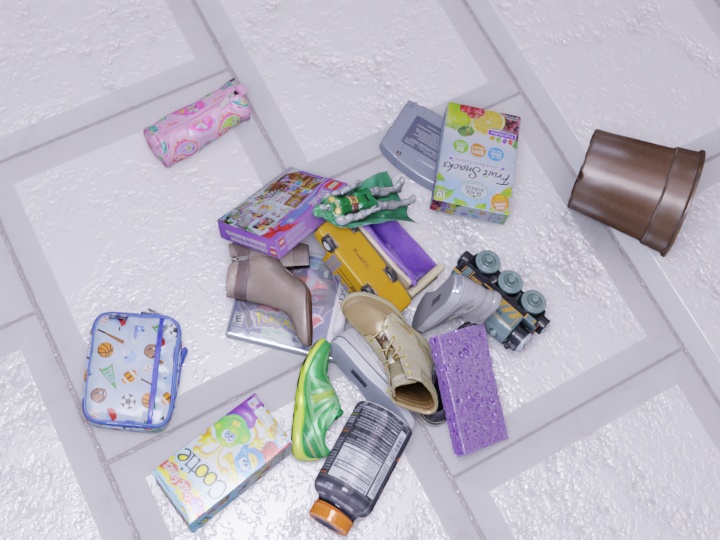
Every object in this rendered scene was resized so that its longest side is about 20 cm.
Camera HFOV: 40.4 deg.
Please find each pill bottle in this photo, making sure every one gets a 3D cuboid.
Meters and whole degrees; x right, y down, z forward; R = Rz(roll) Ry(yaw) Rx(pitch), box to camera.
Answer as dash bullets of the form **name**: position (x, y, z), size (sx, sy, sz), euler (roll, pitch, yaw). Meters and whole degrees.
- **pill bottle**: position (-0.006, 0.319, 1.567), size (0.105, 0.106, 0.201), euler (29, 69, 5)

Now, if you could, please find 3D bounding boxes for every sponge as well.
- **sponge**: position (0.181, 0.197, 1.627), size (0.111, 0.030, 0.203), euler (-9, 85, -39)

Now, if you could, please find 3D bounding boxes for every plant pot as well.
- **plant pot**: position (0.490, -0.154, 1.765), size (0.196, 0.201, 0.202), euler (21, 68, 9)

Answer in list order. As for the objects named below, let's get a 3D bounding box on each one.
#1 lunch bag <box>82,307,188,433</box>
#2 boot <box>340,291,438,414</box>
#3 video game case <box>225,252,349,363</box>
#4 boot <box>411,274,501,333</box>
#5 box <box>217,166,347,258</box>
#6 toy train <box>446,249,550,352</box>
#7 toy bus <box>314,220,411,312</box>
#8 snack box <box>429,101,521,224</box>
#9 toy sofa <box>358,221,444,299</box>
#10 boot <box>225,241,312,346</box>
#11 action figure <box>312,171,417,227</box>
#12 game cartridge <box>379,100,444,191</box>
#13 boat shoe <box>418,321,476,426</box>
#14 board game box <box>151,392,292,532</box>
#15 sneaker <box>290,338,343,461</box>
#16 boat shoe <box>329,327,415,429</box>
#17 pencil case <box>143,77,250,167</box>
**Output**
- **lunch bag**: position (-0.367, 0.162, 1.601), size (0.158, 0.076, 0.203), euler (6, 70, -7)
- **boot**: position (0.048, 0.134, 1.583), size (0.073, 0.156, 0.200), euler (-39, 113, 20)
- **video game case**: position (-0.117, 0.051, 1.698), size (0.197, 0.023, 0.184), euler (13, 69, -1)
- **boot**: position (0.160, 0.071, 1.638), size (0.095, 0.200, 0.074), euler (20, 68, -12)
- **box**: position (-0.130, -0.103, 1.682), size (0.136, 0.039, 0.200), euler (19, 43, 33)
- **toy train**: position (0.232, 0.054, 1.699), size (0.200, 0.085, 0.114), euler (42, 63, 12)
- **toy bus**: position (0.000, 0.000, 1.679), size (0.065, 0.078, 0.201), euler (-39, 90, -25)
- **snack box**: position (0.210, -0.196, 1.776), size (0.140, 0.053, 0.202), euler (11, 70, -1)
- **toy sofa**: position (0.053, -0.049, 1.716), size (0.083, 0.098, 0.200), euler (-37, 77, -17)
- **boot**: position (-0.156, 0.034, 1.659), size (0.144, 0.070, 0.203), euler (-3, 69, -2)
- **action figure**: position (0.002, -0.114, 1.659), size (0.198, 0.055, 0.119), euler (-16, 61, -36)
- **game cartridge**: position (0.142, -0.218, 1.823), size (0.199, 0.041, 0.134), euler (31, 66, 6)
- **boat shoe**: position (0.162, 0.170, 1.664), size (0.072, 0.063, 0.201), euler (27, 68, 6)
- **board game box**: position (-0.217, 0.304, 1.548), size (0.199, 0.105, 0.103), euler (-37, 77, -19)
- **sneaker**: position (-0.067, 0.214, 1.620), size (0.082, 0.074, 0.203), euler (8, 80, -6)
- **boat shoe**: position (0.032, 0.180, 1.641), size (0.065, 0.074, 0.201), euler (-37, 88, -33)
- **pencil case**: position (-0.291, -0.267, 1.764), size (0.199, 0.088, 0.088), euler (-33, 76, -16)
